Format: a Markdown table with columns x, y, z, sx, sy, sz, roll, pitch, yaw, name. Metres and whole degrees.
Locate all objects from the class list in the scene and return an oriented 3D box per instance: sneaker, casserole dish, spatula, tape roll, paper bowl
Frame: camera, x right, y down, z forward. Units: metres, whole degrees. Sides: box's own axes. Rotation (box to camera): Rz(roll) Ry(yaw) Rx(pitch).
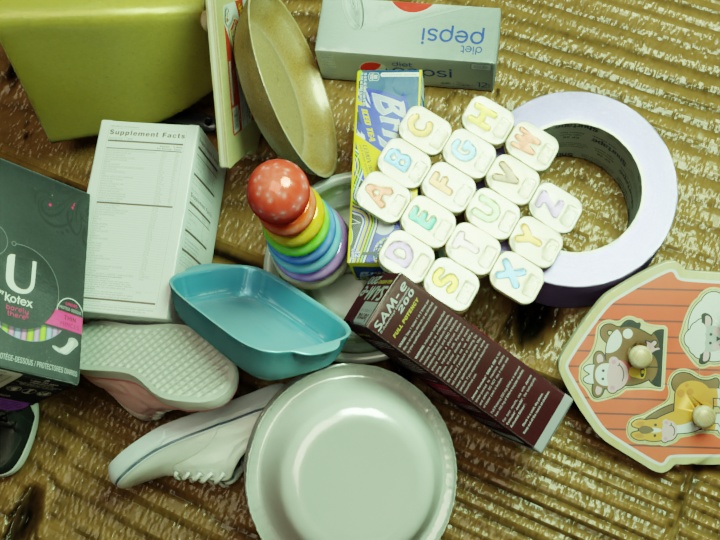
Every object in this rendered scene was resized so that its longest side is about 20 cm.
| x | y | z | sx | sy | sz | roll | pitch | yaw | name |
| --- | --- | --- | --- | --- | --- | --- | --- | --- | --- |
| -0.151 | 0.180 | 0.910 | 0.197 | 0.073 | 0.072 | -24 | 69 | 0 | sneaker |
| -0.097 | 0.048 | 0.863 | 0.199 | 0.120 | 0.039 | 29 | 118 | 41 | casserole dish |
| -0.250 | -0.187 | 1.053 | 0.197 | 0.021 | 0.057 | 16 | 69 | 10 | spatula |
| -0.187 | 0.107 | 0.912 | 0.197 | 0.105 | 0.076 | 8 | 60 | 28 | sneaker |
| -0.380 | 0.103 | 0.940 | 0.072 | 0.112 | 0.204 | -1 | 74 | 8 | sneaker |
| 0.211 | -0.070 | 0.930 | 0.196 | 0.085 | 0.204 | -2 | 75 | 6 | tape roll |
| -0.008 | 0.188 | 0.848 | 0.197 | 0.104 | 0.205 | 1 | 84 | -9 | paper bowl |

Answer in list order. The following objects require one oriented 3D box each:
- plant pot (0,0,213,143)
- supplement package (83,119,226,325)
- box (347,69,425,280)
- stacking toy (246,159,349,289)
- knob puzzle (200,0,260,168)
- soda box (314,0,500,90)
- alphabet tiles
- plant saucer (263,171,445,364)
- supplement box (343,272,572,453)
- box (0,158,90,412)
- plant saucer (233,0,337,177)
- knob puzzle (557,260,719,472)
| x | y | z | sx | sy | sz | roll | pitch | yaw | name |
| --- | --- | --- | --- | --- | --- | --- | --- | --- | --- |
| -0.248 | -0.272 | 0.980 | 0.196 | 0.195 | 0.198 | -1 | 61 | 1 | plant pot |
| -0.217 | -0.040 | 0.961 | 0.112 | 0.110 | 0.204 | 5 | 75 | 9 | supplement package |
| 0.028 | -0.095 | 0.919 | 0.069 | 0.064 | 0.204 | 1 | 74 | 7 | box |
| -0.059 | -0.049 | 0.845 | 0.084 | 0.200 | 0.087 | -2 | 73 | 6 | stacking toy |
| -0.131 | -0.220 | 0.967 | 0.030 | 0.220 | 0.224 | 1 | 74 | 9 | knob puzzle |
| 0.053 | -0.248 | 1.010 | 0.196 | 0.064 | 0.069 | 7 | 75 | 9 | soda box |
| 0.104 | -0.065 | 0.871 | 0.194 | 0.015 | 0.202 | 31 | 75 | 5 | alphabet tiles |
| 0.000 | 0.000 | 0.954 | 0.196 | 0.050 | 0.204 | -2 | 74 | 6 | plant saucer |
| 0.086 | 0.083 | 0.854 | 0.199 | 0.109 | 0.061 | 36 | 82 | -10 | supplement box |
| -0.334 | 0.014 | 0.859 | 0.105 | 0.121 | 0.203 | -24 | 59 | 34 | box |
| -0.080 | -0.187 | 0.946 | 0.035 | 0.200 | 0.204 | -17 | 72 | 17 | plant saucer |
| 0.285 | 0.093 | 0.862 | 0.215 | 0.030 | 0.224 | 1 | 97 | 4 | knob puzzle |
